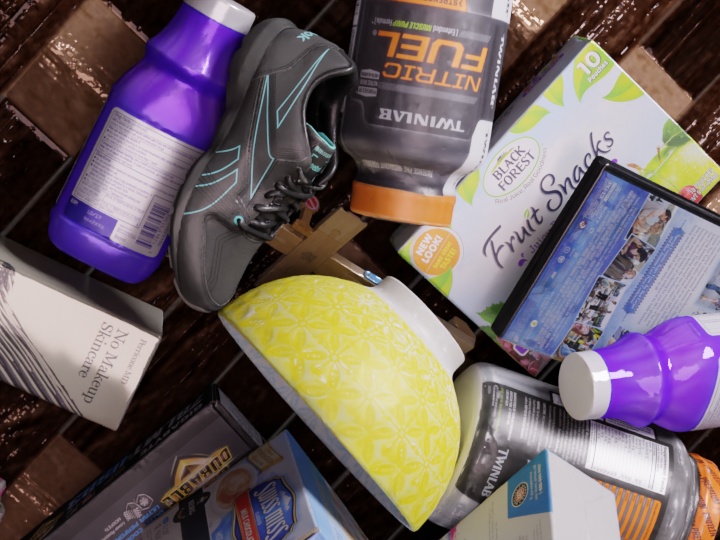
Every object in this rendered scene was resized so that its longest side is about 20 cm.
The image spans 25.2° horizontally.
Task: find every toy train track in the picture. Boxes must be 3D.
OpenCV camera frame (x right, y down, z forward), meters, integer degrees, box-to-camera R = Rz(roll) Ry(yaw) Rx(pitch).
[{"bbox_3d":[0.000,0.000,1.152,0.199,0.033,0.115,32,137,-19],"label":"toy train track"}]

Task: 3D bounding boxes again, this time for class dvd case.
[{"bbox_3d":[0.202,0.013,1.146,0.199,0.018,0.143,21,107,-34],"label":"dvd case"}]

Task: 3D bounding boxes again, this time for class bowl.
[{"bbox_3d":[0.006,0.068,1.101,0.108,0.200,0.200,-42,105,-7],"label":"bowl"}]

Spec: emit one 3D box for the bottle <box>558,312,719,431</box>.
[{"bbox_3d":[0.236,0.073,1.144,0.198,0.065,0.084,-5,128,-24],"label":"bottle"}]

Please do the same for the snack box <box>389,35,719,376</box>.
[{"bbox_3d":[0.139,-0.046,1.152,0.142,0.053,0.200,41,96,-13],"label":"snack box"}]

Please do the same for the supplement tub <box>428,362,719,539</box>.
[{"bbox_3d":[0.152,0.152,1.166,0.198,0.123,0.123,20,100,-11],"label":"supplement tub"}]

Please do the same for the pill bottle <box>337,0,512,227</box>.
[{"bbox_3d":[0.042,-0.132,1.082,0.105,0.106,0.202,8,95,-8],"label":"pill bottle"}]

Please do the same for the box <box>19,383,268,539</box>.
[{"bbox_3d":[-0.120,0.221,1.191,0.200,0.050,0.199,-38,103,4],"label":"box"}]

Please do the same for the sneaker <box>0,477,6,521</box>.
[{"bbox_3d":[-0.294,0.180,1.140,0.087,0.081,0.202,-5,100,-7],"label":"sneaker"}]

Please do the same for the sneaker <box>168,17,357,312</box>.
[{"bbox_3d":[-0.065,-0.064,1.055,0.079,0.075,0.202,21,95,26],"label":"sneaker"}]

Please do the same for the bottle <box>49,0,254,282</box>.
[{"bbox_3d":[-0.137,-0.095,1.095,0.083,0.065,0.201,25,99,-13],"label":"bottle"}]

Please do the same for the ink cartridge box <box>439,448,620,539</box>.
[{"bbox_3d":[0.085,0.229,1.078,0.067,0.117,0.200,33,121,-19],"label":"ink cartridge box"}]

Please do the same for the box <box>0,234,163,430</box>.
[{"bbox_3d":[-0.242,0.029,1.119,0.199,0.068,0.083,24,100,-11],"label":"box"}]

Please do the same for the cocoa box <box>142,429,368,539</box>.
[{"bbox_3d":[-0.054,0.219,1.071,0.131,0.200,0.134,-35,105,0],"label":"cocoa box"}]
